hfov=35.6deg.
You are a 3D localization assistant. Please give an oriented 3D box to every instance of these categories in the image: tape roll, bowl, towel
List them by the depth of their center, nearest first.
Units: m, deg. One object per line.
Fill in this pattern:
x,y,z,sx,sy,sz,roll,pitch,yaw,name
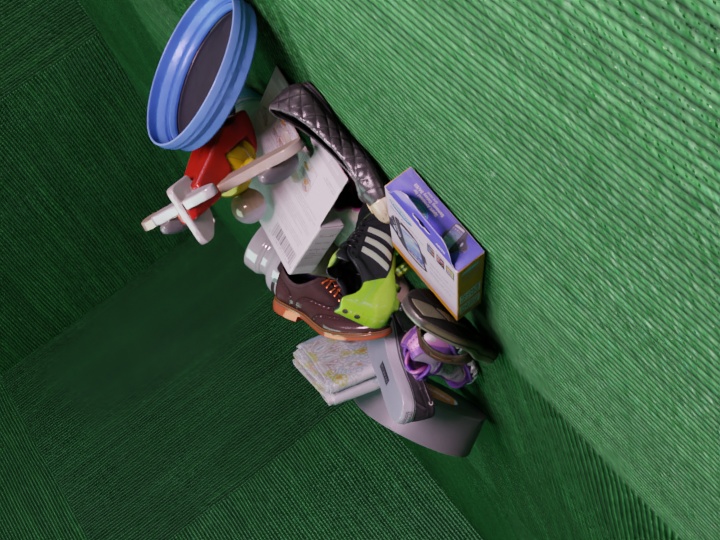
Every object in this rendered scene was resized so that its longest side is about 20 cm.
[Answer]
-0.185,-0.232,1.310,0.039,0.201,0.201,21,-169,-32,bowl
0.012,0.128,1.689,0.171,0.200,0.048,-139,31,-62,towel
0.092,0.211,1.735,0.200,0.066,0.200,25,-173,-3,tape roll

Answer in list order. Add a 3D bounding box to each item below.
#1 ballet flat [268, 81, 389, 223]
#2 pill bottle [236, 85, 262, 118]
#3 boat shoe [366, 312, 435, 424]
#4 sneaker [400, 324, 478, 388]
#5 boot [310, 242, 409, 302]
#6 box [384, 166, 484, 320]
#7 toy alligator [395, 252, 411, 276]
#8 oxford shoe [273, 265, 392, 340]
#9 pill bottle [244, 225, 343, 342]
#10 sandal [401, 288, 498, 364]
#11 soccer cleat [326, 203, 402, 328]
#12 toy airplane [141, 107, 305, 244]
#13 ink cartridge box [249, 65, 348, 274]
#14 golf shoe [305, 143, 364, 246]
-0.027,-0.129,1.281,0.200,0.057,0.066,52,173,11,ballet flat
-0.176,-0.209,1.622,0.111,0.111,0.200,58,172,-33,pill bottle
0.060,0.124,1.578,0.070,0.066,0.200,117,146,-43,boat shoe
0.100,0.115,1.510,0.081,0.088,0.200,48,172,27,sneaker
0.000,0.000,1.542,0.146,0.070,0.200,34,-166,-6,boot
0.079,-0.028,1.177,0.119,0.041,0.200,51,170,17,box
0.033,-0.016,1.437,0.059,0.054,0.200,53,172,1,toy alligator
-0.042,0.045,1.570,0.200,0.071,0.073,17,115,30,oxford shoe
-0.070,0.009,1.693,0.200,0.116,0.116,36,168,15,pill bottle
0.102,0.081,1.296,0.080,0.057,0.201,55,-169,32,sandal
0.003,-0.019,1.299,0.081,0.068,0.200,18,-139,-19,soccer cleat
-0.167,-0.101,1.367,0.141,0.199,0.200,46,171,-33,toy airplane
-0.082,-0.126,1.413,0.200,0.045,0.176,59,135,27,ink cartridge box
-0.049,-0.119,1.464,0.200,0.075,0.092,46,158,20,golf shoe
